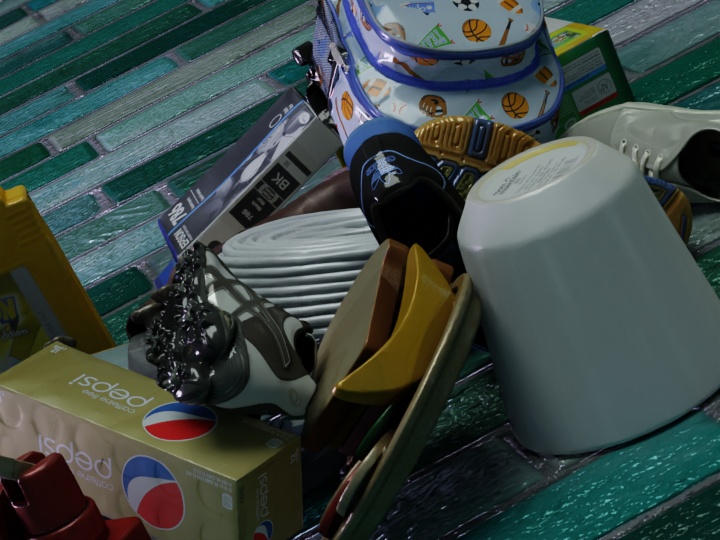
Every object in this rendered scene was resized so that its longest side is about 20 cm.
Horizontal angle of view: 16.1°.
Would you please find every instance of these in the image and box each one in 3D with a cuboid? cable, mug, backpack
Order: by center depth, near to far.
[{"bbox_3d":[0.126,0.003,1.536,0.149,0.154,0.187,-29,18,-9],"label":"mug"},{"bbox_3d":[0.000,0.000,1.759,0.199,0.070,0.200,-2,9,35],"label":"cable"},{"bbox_3d":[0.064,-0.142,1.860,0.199,0.154,0.191,-9,52,-8],"label":"backpack"}]

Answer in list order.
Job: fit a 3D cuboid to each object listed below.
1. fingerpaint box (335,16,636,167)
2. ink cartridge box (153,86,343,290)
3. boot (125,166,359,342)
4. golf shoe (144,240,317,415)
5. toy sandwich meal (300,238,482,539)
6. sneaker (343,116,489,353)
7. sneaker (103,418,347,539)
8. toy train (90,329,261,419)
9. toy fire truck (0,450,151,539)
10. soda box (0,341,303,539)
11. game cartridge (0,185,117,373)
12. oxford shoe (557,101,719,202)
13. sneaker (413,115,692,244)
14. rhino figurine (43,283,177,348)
[{"bbox_3d":[0.093,-0.125,2.048,0.200,0.074,0.167,-30,20,-15],"label":"fingerpaint box"},{"bbox_3d":[-0.103,-0.056,2.053,0.200,0.039,0.099,-47,23,4],"label":"ink cartridge box"},{"bbox_3d":[-0.064,-0.006,1.897,0.200,0.073,0.166,-29,2,33],"label":"boot"},{"bbox_3d":[-0.077,0.045,1.560,0.200,0.094,0.078,-111,44,-69],"label":"golf shoe"},{"bbox_3d":[0.006,0.071,1.494,0.206,0.070,0.205,-62,3,5],"label":"toy sandwich meal"},{"bbox_3d":[0.055,-0.005,1.605,0.070,0.200,0.078,-33,33,11],"label":"sneaker"},{"bbox_3d":[-0.103,0.119,1.621,0.199,0.082,0.070,-21,19,13],"label":"sneaker"},{"bbox_3d":[-0.146,0.086,1.703,0.199,0.086,0.114,-16,-22,27],"label":"toy train"},{"bbox_3d":[-0.229,0.155,1.500,0.176,0.201,0.129,-11,22,35],"label":"toy fire truck"},{"bbox_3d":[-0.131,0.110,1.545,0.199,0.068,0.064,18,33,31],"label":"soda box"},{"bbox_3d":[-0.284,0.047,1.865,0.176,0.200,0.032,-24,34,5],"label":"game cartridge"},{"bbox_3d":[0.207,-0.076,1.771,0.199,0.075,0.058,0,27,42],"label":"oxford shoe"},{"bbox_3d":[0.117,-0.046,1.698,0.088,0.199,0.076,180,110,-79],"label":"sneaker"},{"bbox_3d":[-0.200,0.091,1.828,0.199,0.088,0.060,-26,-11,1],"label":"rhino figurine"}]
